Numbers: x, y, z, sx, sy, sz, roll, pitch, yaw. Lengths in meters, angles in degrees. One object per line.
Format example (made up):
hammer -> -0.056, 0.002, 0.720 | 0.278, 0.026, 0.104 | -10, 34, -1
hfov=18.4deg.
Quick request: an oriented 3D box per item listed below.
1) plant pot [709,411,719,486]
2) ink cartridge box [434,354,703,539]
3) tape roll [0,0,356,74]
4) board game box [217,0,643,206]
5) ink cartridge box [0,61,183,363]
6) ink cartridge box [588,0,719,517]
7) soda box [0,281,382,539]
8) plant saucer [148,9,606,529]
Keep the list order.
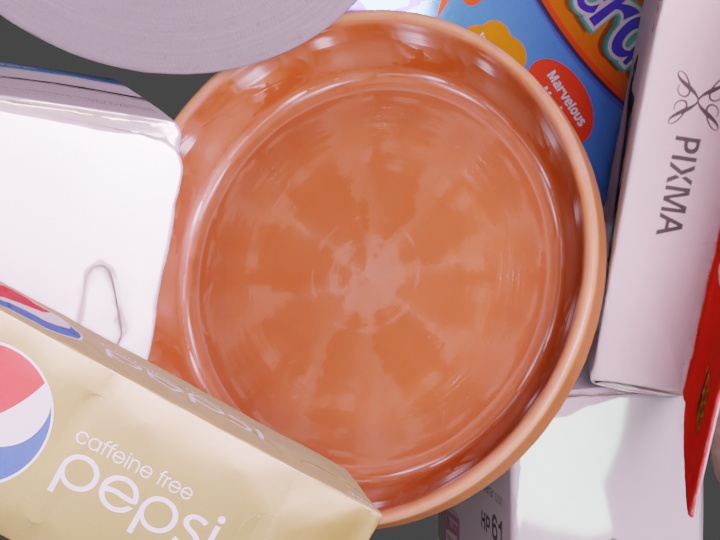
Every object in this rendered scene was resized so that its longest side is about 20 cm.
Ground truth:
plant pot -> 0.215, 0.022, 0.872 | 0.200, 0.200, 0.175 | 48, 45, -15
ink cartridge box -> 0.083, 0.129, 0.931 | 0.084, 0.145, 0.202 | -2, 99, -11
tape roll -> -0.076, -0.174, 0.833 | 0.198, 0.066, 0.201 | 5, 130, 6
board game box -> 0.055, -0.088, 0.943 | 0.199, 0.045, 0.153 | -35, 104, -6
ink cartridge box -> -0.129, 0.000, 0.835 | 0.084, 0.200, 0.146 | 8, 96, -14
ink cartridge box -> 0.117, -0.042, 0.796 | 0.043, 0.174, 0.201 | 10, 118, 3
soda box -> -0.095, 0.053, 0.712 | 0.199, 0.068, 0.064 | 29, 92, -14
plant saucer -> 0.000, 0.000, 0.859 | 0.199, 0.032, 0.202 | -5, 77, 23
